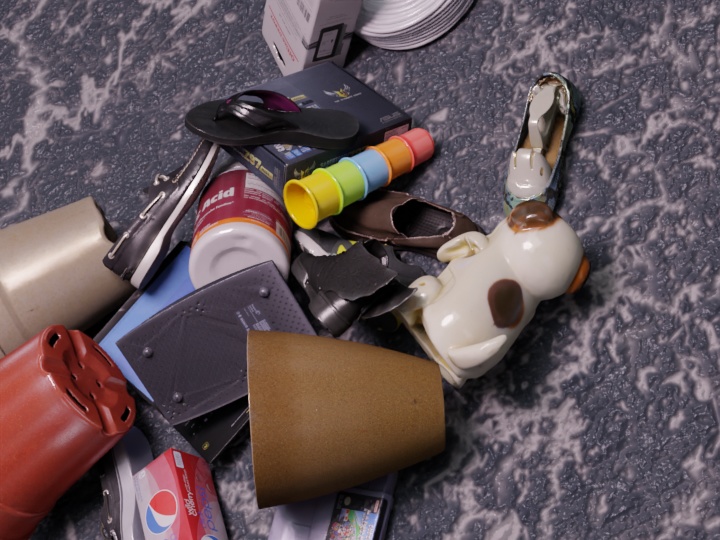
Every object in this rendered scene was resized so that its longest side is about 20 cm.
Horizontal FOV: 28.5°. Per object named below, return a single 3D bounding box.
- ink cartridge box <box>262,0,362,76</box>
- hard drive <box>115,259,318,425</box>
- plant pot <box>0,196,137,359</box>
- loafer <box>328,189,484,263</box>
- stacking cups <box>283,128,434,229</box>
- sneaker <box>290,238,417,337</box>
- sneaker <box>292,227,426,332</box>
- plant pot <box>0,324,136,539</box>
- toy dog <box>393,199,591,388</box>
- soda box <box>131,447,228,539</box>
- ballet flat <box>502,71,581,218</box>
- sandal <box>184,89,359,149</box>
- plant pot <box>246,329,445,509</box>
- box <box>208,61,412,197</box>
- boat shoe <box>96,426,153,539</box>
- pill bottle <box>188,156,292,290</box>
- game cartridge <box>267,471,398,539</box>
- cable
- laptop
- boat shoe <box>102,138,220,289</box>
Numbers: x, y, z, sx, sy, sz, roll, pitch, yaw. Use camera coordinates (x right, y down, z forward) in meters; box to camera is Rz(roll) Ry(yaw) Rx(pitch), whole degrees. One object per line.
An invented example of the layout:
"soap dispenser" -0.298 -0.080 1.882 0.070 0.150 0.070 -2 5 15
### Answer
"ink cartridge box" -0.062 -0.326 1.771 0.068 0.200 0.116 -17 67 -21
"hard drive" -0.155 0.076 1.571 0.199 0.135 0.042 -27 22 8
"plant pot" -0.377 0.009 1.736 0.183 0.201 0.201 -28 56 -6
"loafer" 0.047 -0.064 1.639 0.199 0.071 0.073 11 69 28
"stacking cups" 0.004 -0.110 1.645 0.200 0.061 0.060 -27 47 -35
"sneaker" -0.010 0.006 1.517 0.104 0.060 0.200 -43 25 7
"sneaker" 0.000 0.000 1.639 0.085 0.075 0.200 -35 50 -23
"plant pot" -0.373 0.175 1.602 0.195 0.201 0.201 -38 55 17
"toy dog" 0.141 0.012 1.491 0.200 0.194 0.140 -41 98 -6
"soda box" -0.189 0.299 1.546 0.070 0.063 0.200 -38 50 22
"ballet flat" 0.199 -0.139 1.613 0.074 0.074 0.201 4 67 26
"sandal" -0.100 -0.180 1.617 0.200 0.048 0.075 2 41 -7
"plant pot" -0.014 0.151 1.484 0.199 0.187 0.187 -3 61 -2
"box" -0.062 -0.174 1.697 0.200 0.051 0.158 -23 47 -34
"boat shoe" -0.268 0.274 1.610 0.066 0.070 0.201 -31 56 21
"pill bottle" -0.137 -0.049 1.650 0.114 0.114 0.200 -23 29 12
"game cartridge" -0.040 0.296 1.516 0.129 0.038 0.201 3 66 30
"cable" 0.054 -0.374 1.801 0.200 0.069 0.200 23 77 32
"laptop" -0.189 0.091 1.642 0.177 0.103 0.200 -49 41 -5
"boat shoe" -0.231 -0.077 1.659 0.060 0.074 0.200 31 94 1
